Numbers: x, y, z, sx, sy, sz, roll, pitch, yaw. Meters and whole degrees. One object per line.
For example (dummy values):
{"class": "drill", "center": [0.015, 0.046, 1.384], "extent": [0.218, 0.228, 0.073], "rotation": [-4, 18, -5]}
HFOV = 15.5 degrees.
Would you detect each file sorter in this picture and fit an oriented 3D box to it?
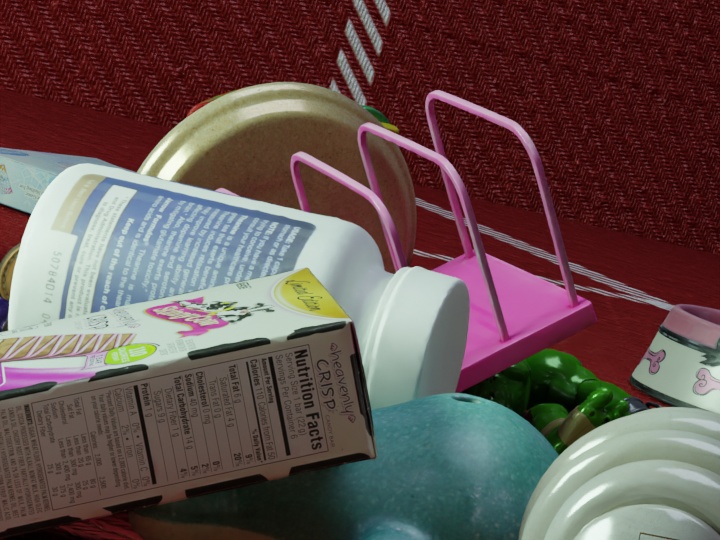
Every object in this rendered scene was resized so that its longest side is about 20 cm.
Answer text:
{"class": "file sorter", "center": [0.000, 0.000, 1.458], "extent": [0.199, 0.126, 0.139], "rotation": [-26, 23, -19]}

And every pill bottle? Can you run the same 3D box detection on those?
{"class": "pill bottle", "center": [-0.055, 0.023, 1.237], "extent": [0.199, 0.112, 0.111], "rotation": [13, 5, 15]}

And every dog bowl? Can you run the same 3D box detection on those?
{"class": "dog bowl", "center": [0.327, 0.085, 2.174], "extent": [0.199, 0.074, 0.200], "rotation": [16, 7, -2]}

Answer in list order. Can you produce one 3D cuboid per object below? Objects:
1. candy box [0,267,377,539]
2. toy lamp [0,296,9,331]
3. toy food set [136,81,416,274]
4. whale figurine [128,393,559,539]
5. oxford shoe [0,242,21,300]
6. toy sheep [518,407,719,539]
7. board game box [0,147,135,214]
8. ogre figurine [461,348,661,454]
{"class": "candy box", "center": [-0.102, 0.055, 1.085], "extent": [0.199, 0.061, 0.136], "rotation": [-11, 11, -8]}
{"class": "toy lamp", "center": [-0.122, 0.017, 1.361], "extent": [0.199, 0.059, 0.058], "rotation": [-12, -10, 34]}
{"class": "toy food set", "center": [-0.055, -0.014, 1.536], "extent": [0.197, 0.201, 0.049], "rotation": [8, 16, -29]}
{"class": "whale figurine", "center": [0.000, 0.097, 1.130], "extent": [0.199, 0.104, 0.159], "rotation": [13, 7, -9]}
{"class": "oxford shoe", "center": [-0.124, 0.027, 1.610], "extent": [0.199, 0.072, 0.071], "rotation": [15, 11, -12]}
{"class": "toy sheep", "center": [0.122, 0.121, 1.042], "extent": [0.137, 0.139, 0.200], "rotation": [16, 12, 6]}
{"class": "board game box", "center": [-0.204, -0.057, 2.242], "extent": [0.198, 0.044, 0.200], "rotation": [19, 8, 27]}
{"class": "ogre figurine", "center": [0.074, 0.082, 1.515], "extent": [0.199, 0.099, 0.120], "rotation": [-18, 28, -10]}
